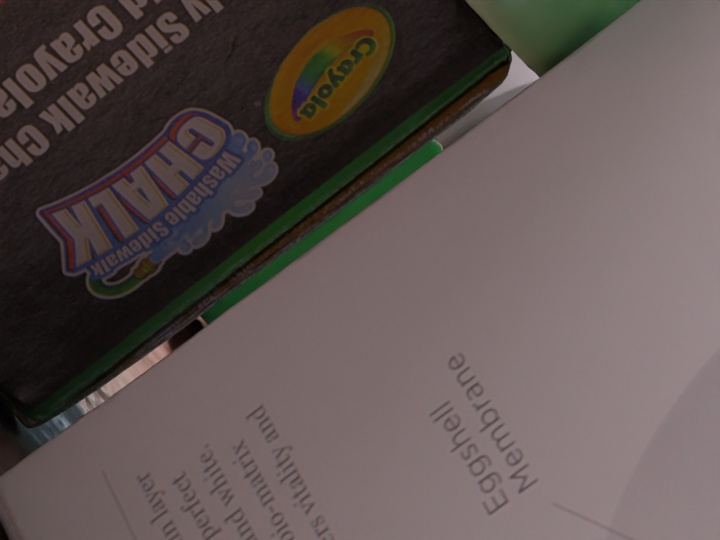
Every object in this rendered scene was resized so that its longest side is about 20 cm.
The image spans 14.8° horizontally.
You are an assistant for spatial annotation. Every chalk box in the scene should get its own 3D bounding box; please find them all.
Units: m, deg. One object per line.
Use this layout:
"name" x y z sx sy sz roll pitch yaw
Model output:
"chalk box" -0.060 -0.068 0.540 0.200 0.124 0.124 48 10 -35

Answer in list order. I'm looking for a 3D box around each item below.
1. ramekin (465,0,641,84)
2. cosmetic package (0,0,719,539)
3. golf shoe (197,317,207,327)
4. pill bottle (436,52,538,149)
"ramekin" 0.020 -0.138 0.501 0.200 0.098 0.200 51 10 -13
"cosmetic package" 0.077 0.072 0.456 0.123 0.200 0.200 45 12 -54
"golf shoe" 0.000 0.000 0.754 0.092 0.075 0.200 55 10 -8
"pill bottle" 0.066 0.042 0.625 0.113 0.113 0.200 41 33 -53
